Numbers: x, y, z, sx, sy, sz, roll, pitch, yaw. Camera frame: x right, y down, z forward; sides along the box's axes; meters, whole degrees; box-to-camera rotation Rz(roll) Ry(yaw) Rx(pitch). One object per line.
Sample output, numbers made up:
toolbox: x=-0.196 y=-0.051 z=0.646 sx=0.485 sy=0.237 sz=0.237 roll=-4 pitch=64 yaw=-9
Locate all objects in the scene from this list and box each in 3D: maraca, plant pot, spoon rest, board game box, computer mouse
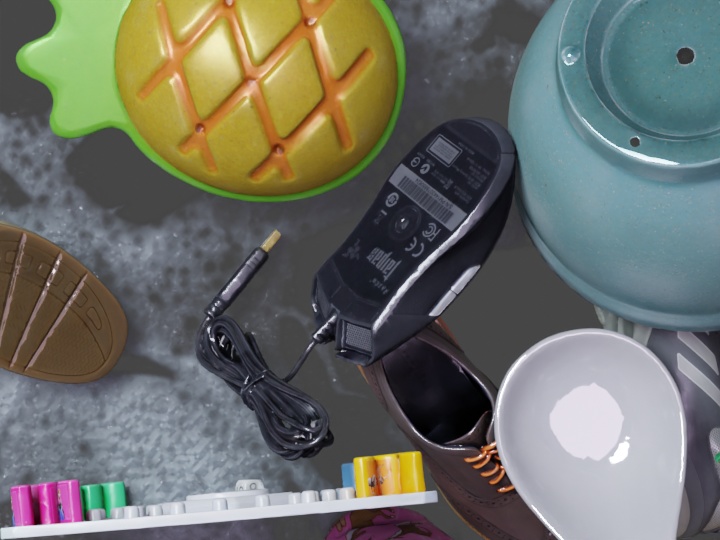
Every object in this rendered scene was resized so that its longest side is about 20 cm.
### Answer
maraca: x=-0.075 y=-0.109 z=0.862 sx=0.199 sy=0.107 sz=0.138 roll=13 pitch=99 yaw=-4
plant pot: x=0.162 y=-0.084 z=0.824 sx=0.199 sy=0.134 sz=0.202 roll=-4 pitch=72 yaw=13
spoon rest: x=0.133 y=0.129 z=0.865 sx=0.099 sy=0.061 sz=0.201 roll=-17 pitch=90 yaw=0
board game box: x=-0.067 y=0.114 z=0.852 sx=0.198 sy=0.200 sz=0.026 roll=-4 pitch=83 yaw=-2
computer mouse: x=0.000 y=0.000 z=0.883 sx=0.046 sy=0.140 sz=0.201 roll=38 pitch=87 yaw=-41

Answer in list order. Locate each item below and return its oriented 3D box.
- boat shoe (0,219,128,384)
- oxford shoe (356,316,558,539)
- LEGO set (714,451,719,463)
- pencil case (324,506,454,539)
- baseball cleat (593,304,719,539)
boat shoe: x=-0.216 y=-0.003 z=0.893 sx=0.199 sy=0.064 sz=0.072 roll=30 pitch=87 yaw=-24
oxford shoe: x=0.066 y=0.102 z=0.916 sx=0.071 sy=0.073 sz=0.200 roll=-43 pitch=98 yaw=4
LEGO set: x=0.258 y=0.032 z=0.833 sx=0.199 sy=0.154 sz=0.116 roll=-35 pitch=100 yaw=2
pencil case: x=0.030 y=0.174 z=0.863 sx=0.087 sy=0.200 sz=0.083 roll=44 pitch=84 yaw=-8
baseball cleat: x=0.182 y=0.047 z=0.927 sx=0.106 sy=0.070 sz=0.202 roll=-3 pitch=100 yaw=-19
